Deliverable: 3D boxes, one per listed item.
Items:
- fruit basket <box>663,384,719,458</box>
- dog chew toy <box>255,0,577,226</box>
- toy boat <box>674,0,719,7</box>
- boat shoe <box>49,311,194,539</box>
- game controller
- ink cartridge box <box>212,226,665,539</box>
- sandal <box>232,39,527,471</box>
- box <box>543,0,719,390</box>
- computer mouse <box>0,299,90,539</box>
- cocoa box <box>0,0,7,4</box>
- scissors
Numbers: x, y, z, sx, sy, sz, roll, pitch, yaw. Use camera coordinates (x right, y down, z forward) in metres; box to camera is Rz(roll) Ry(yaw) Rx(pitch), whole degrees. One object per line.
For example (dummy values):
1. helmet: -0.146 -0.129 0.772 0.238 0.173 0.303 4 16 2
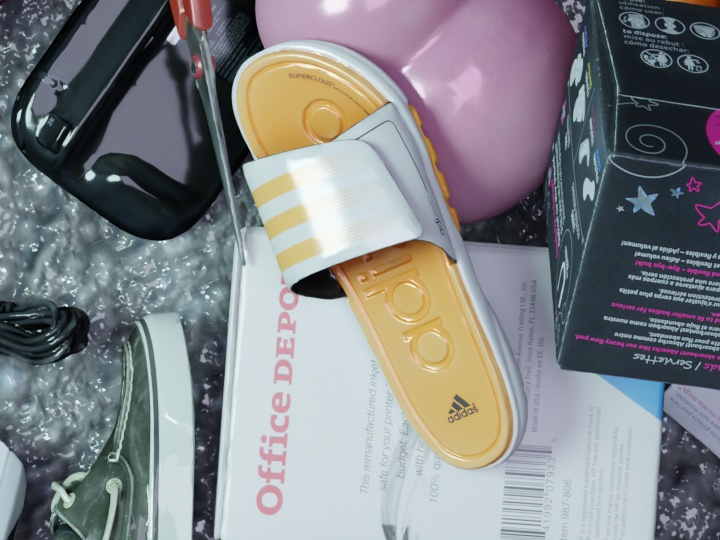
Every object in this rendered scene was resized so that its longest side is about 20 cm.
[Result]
1. fruit basket: 0.271 0.043 1.348 0.185 0.094 0.200 39 102 -4
2. dog chew toy: 0.011 -0.116 1.280 0.124 0.125 0.200 -42 109 -4
3. toy boat: 0.181 -0.144 1.320 0.130 0.130 0.201 -29 72 35
4. boat shoe: -0.108 0.113 1.289 0.063 0.071 0.201 3 70 -6
5. game controller: -0.073 -0.114 1.333 0.104 0.042 0.200 36 87 -19
6. ink cartridge box: 0.035 0.059 1.314 0.199 0.084 0.146 5 89 -6
7. sandal: 0.007 -0.003 1.226 0.079 0.059 0.207 -28 93 30
8. box: 0.184 -0.026 1.204 0.199 0.133 0.115 8 126 -6
9. computer mouse: -0.187 0.108 1.299 0.109 0.044 0.201 8 90 21
10. cocoa box: -0.212 -0.166 1.268 0.199 0.131 0.134 -33 93 -5
11. scissors: -0.074 -0.103 1.283 0.014 0.073 0.201 -10 96 -25
